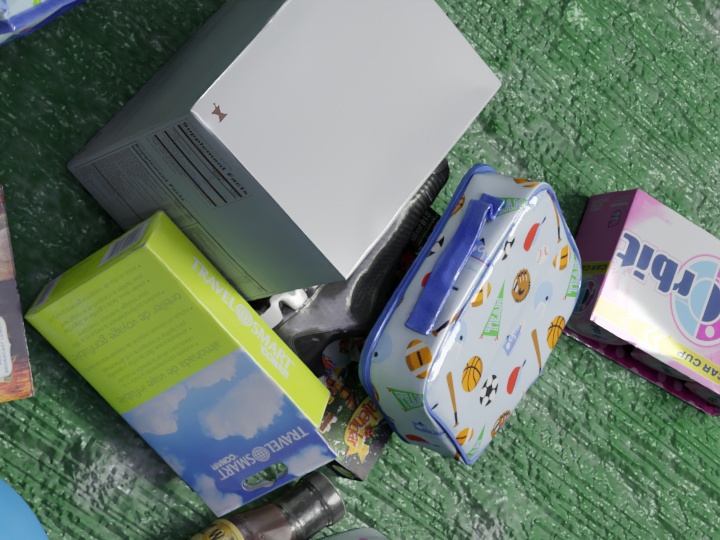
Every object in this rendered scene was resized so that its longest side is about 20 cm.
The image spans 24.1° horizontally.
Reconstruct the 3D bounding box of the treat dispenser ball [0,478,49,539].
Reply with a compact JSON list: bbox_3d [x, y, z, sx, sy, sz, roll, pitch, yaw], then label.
[{"bbox_3d":[-0.278,0.204,1.007,0.200,0.201,0.202,1,87,-27],"label":"treat dispenser ball"}]

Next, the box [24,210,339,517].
[{"bbox_3d":[-0.115,0.067,1.139,0.200,0.122,0.048,49,32,-20],"label":"box"}]

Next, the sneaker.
[{"bbox_3d":[0.000,0.000,1.195,0.200,0.066,0.091,-44,109,-18],"label":"sneaker"}]

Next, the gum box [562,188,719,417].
[{"bbox_3d":[0.259,0.031,1.368,0.199,0.066,0.114,29,75,-24],"label":"gum box"}]

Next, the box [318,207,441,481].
[{"bbox_3d":[-0.004,0.034,1.247,0.136,0.038,0.201,38,72,-21],"label":"box"}]

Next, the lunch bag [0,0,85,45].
[{"bbox_3d":[-0.243,-0.235,1.088,0.171,0.127,0.200,62,36,-12],"label":"lunch bag"}]

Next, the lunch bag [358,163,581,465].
[{"bbox_3d":[0.081,0.027,1.200,0.201,0.075,0.160,-60,147,-17],"label":"lunch bag"}]

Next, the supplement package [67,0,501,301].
[{"bbox_3d":[-0.053,-0.096,1.126,0.147,0.200,0.191,48,63,-17],"label":"supplement package"}]

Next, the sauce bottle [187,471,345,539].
[{"bbox_3d":[-0.099,0.210,1.178,0.200,0.066,0.066,-35,104,-26],"label":"sauce bottle"}]

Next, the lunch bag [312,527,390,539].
[{"bbox_3d":[-0.018,0.283,1.177,0.160,0.077,0.201,-8,110,-38],"label":"lunch bag"}]

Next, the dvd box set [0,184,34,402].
[{"bbox_3d":[-0.319,0.028,1.087,0.199,0.029,0.147,-9,92,-28],"label":"dvd box set"}]
